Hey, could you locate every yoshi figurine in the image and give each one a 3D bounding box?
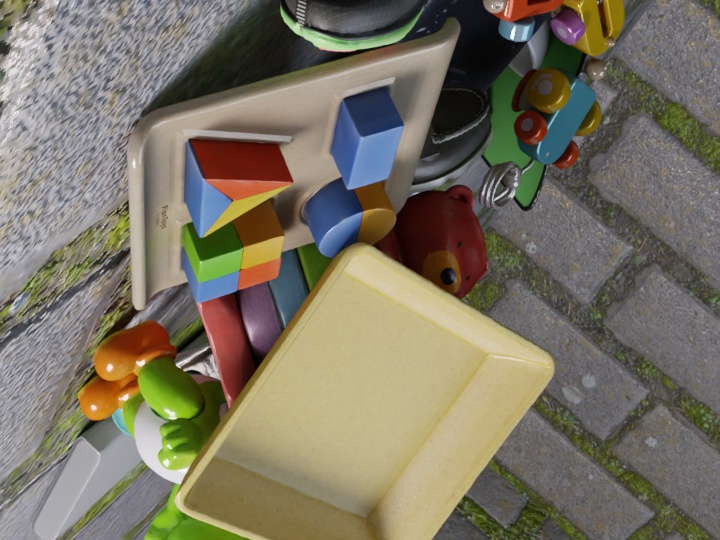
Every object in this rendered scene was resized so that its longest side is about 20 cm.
[{"bbox_3d":[-0.121,0.142,0.901,0.112,0.200,0.112,-43,166,10],"label":"yoshi figurine"}]

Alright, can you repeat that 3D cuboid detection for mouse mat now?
[{"bbox_3d":[0.137,-0.171,1.112,0.007,0.161,0.202,1,124,-23],"label":"mouse mat"}]

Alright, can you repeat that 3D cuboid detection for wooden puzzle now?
[{"bbox_3d":[-0.036,-0.047,0.764,0.198,0.047,0.186,-22,157,-19],"label":"wooden puzzle"}]

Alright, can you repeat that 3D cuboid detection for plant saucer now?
[{"bbox_3d":[0.001,0.091,0.867,0.201,0.199,0.048,-54,-143,9],"label":"plant saucer"}]

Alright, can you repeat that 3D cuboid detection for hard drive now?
[{"bbox_3d":[0.073,-0.180,0.936,0.134,0.042,0.200,2,135,-52],"label":"hard drive"},{"bbox_3d":[-0.188,0.132,1.137,0.200,0.027,0.132,-44,170,-51],"label":"hard drive"}]

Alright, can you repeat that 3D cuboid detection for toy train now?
[{"bbox_3d":[0.115,-0.148,0.910,0.149,0.055,0.202,-26,138,-34],"label":"toy train"}]

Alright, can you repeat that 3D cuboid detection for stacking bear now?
[{"bbox_3d":[-0.010,0.003,0.910,0.197,0.123,0.114,-17,-158,-4],"label":"stacking bear"}]

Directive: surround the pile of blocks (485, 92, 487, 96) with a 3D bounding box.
[{"bbox_3d":[0.056,-0.120,1.170,0.062,0.082,0.200,-48,173,-20],"label":"pile of blocks"}]

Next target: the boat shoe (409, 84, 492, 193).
[{"bbox_3d":[0.010,-0.088,0.889,0.200,0.072,0.061,-22,139,-28],"label":"boat shoe"}]

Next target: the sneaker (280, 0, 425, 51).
[{"bbox_3d":[0.024,-0.192,0.692,0.201,0.076,0.084,-51,157,-23],"label":"sneaker"}]

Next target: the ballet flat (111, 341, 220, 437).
[{"bbox_3d":[-0.099,0.073,1.010,0.198,0.070,0.069,-17,-173,22],"label":"ballet flat"}]

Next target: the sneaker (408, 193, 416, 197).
[{"bbox_3d":[0.000,0.000,0.989,0.085,0.072,0.202,-48,156,-53],"label":"sneaker"}]

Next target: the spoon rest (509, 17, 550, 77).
[{"bbox_3d":[0.111,-0.223,1.025,0.060,0.100,0.201,-27,153,-11],"label":"spoon rest"}]
